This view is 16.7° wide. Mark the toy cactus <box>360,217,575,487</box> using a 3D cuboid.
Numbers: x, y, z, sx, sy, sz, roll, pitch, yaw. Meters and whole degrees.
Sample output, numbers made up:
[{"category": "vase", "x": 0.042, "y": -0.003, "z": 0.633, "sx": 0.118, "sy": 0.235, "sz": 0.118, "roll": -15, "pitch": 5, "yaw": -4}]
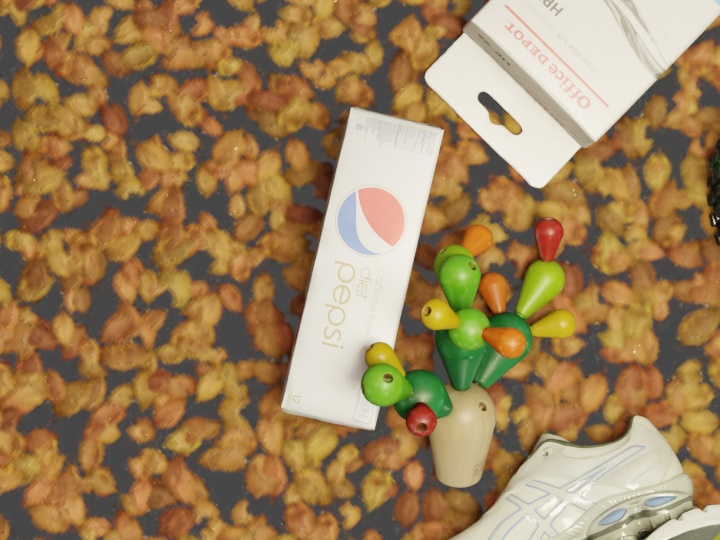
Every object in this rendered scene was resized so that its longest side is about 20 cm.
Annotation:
[{"category": "toy cactus", "x": 0.075, "y": 0.063, "z": 1.560, "sx": 0.102, "sy": 0.200, "sz": 0.165, "roll": 15, "pitch": 123, "yaw": 23}]

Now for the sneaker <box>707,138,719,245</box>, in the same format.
[{"category": "sneaker", "x": 0.287, "y": -0.011, "z": 1.599, "sx": 0.085, "sy": 0.078, "sz": 0.200, "roll": -22, "pitch": 99, "yaw": -10}]

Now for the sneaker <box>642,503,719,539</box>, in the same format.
[{"category": "sneaker", "x": 0.257, "y": 0.199, "z": 1.547, "sx": 0.200, "sy": 0.075, "sz": 0.085, "roll": -2, "pitch": 45, "yaw": -23}]

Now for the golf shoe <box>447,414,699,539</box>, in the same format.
[{"category": "golf shoe", "x": 0.116, "y": 0.159, "z": 1.594, "sx": 0.200, "sy": 0.078, "sz": 0.097, "roll": -17, "pitch": 62, "yaw": -1}]

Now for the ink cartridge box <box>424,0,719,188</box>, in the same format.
[{"category": "ink cartridge box", "x": 0.149, "y": -0.161, "z": 1.591, "sx": 0.116, "sy": 0.067, "sz": 0.200, "roll": 44, "pitch": 87, "yaw": -2}]

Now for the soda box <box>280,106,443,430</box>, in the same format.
[{"category": "soda box", "x": 0.000, "y": 0.000, "z": 1.581, "sx": 0.064, "sy": 0.068, "sz": 0.200, "roll": 14, "pitch": 88, "yaw": -2}]
